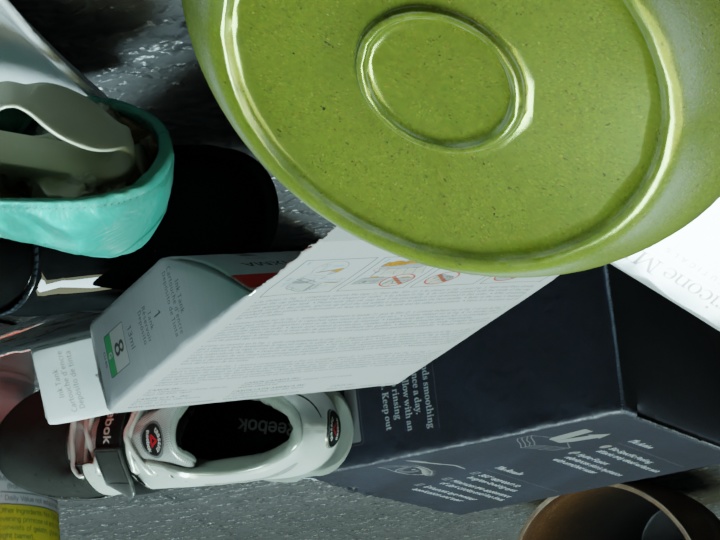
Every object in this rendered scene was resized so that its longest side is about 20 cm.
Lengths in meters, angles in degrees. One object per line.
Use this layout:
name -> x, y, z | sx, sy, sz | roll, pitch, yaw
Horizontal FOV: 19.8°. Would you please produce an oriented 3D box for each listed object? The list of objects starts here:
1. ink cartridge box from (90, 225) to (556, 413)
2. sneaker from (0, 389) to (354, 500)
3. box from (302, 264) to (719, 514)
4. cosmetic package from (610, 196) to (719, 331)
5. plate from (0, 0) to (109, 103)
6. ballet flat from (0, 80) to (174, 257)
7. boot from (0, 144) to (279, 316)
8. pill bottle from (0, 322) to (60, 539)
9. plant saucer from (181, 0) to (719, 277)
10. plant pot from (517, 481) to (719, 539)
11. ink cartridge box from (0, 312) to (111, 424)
ink cartridge box -> 0.000, 0.000, 0.859 | 0.160, 0.050, 0.200 | -3, 157, -35
sneaker -> -0.110, 0.082, 1.093 | 0.198, 0.075, 0.088 | -7, 173, 12
box -> 0.092, 0.059, 1.181 | 0.199, 0.118, 0.196 | -14, 162, 27
cosmetic package -> 0.150, -0.075, 0.677 | 0.112, 0.081, 0.200 | 28, 133, -12
plate -> -0.207, -0.076, 0.770 | 0.198, 0.033, 0.200 | -9, 163, 10
ballet flat -> -0.156, -0.047, 0.748 | 0.199, 0.068, 0.071 | 4, 136, -32
boot -> -0.150, -0.010, 0.878 | 0.197, 0.074, 0.162 | -8, 180, 19
pill bottle -> -0.229, 0.137, 1.177 | 0.113, 0.202, 0.114 | -6, 164, -2
plant saucer -> 0.028, -0.067, 0.650 | 0.198, 0.031, 0.201 | 14, 136, 14
plant pot -> 0.265, 0.272, 1.898 | 0.186, 0.188, 0.200 | -16, 175, 30
ink cartridge box -> -0.117, 0.038, 1.048 | 0.172, 0.044, 0.200 | -14, -176, 19
